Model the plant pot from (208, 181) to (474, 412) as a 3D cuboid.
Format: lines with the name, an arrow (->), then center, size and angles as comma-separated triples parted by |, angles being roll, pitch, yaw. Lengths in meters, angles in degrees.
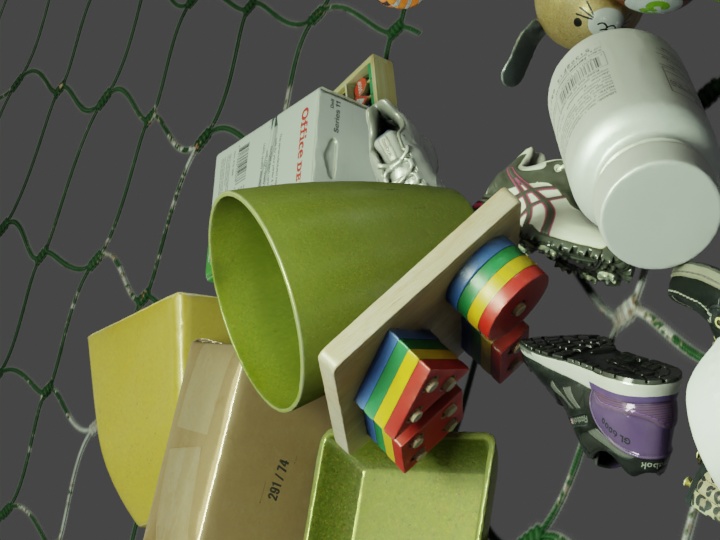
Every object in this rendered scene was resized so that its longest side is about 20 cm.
plant pot -> 0.000, 0.000, 1.473 | 0.187, 0.199, 0.188 | 49, 148, 47

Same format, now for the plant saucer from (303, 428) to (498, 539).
plant saucer -> 0.036, 0.239, 1.491 | 0.199, 0.048, 0.202 | -3, 71, 42

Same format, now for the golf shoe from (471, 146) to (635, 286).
golf shoe -> 0.164, -0.048, 1.448 | 0.089, 0.077, 0.200 | -59, 34, -1

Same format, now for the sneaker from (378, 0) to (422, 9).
sneaker -> 0.042, -0.374, 1.802 | 0.112, 0.077, 0.202 | 36, 109, 58

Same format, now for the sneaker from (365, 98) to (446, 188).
sneaker -> 0.042, -0.078, 1.627 | 0.074, 0.087, 0.201 | -31, 44, 7

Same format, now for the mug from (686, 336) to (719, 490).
mug -> 0.306, 0.096, 1.060 | 0.174, 0.201, 0.148 | -25, 10, 29

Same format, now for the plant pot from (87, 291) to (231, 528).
plant pot -> -0.144, 0.153, 1.726 | 0.194, 0.194, 0.202 | -24, 61, 51

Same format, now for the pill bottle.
pill bottle -> 0.208, -0.090, 1.316 | 0.115, 0.114, 0.201 | -54, 20, 26

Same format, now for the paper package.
paper package -> -0.079, 0.179, 1.597 | 0.103, 0.190, 0.202 | 1, 75, 54

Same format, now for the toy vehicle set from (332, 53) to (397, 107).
toy vehicle set -> -0.005, -0.106, 1.790 | 0.124, 0.026, 0.201 | -41, 43, 40

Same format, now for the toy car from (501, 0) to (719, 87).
toy car -> 0.195, -0.219, 1.416 | 0.201, 0.163, 0.158 | -62, 31, 33

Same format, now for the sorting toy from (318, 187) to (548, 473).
sorting toy -> 0.068, 0.061, 1.403 | 0.200, 0.199, 0.070 | -41, 69, -14

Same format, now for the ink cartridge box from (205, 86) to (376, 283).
ink cartridge box -> -0.068, -0.075, 1.764 | 0.199, 0.083, 0.148 | -26, 53, 51

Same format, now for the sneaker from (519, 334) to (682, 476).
sneaker -> 0.175, 0.104, 1.350 | 0.200, 0.075, 0.088 | -152, 60, -70

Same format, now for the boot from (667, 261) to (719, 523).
boot -> 0.257, 0.089, 1.217 | 0.203, 0.073, 0.155 | 34, 98, 54
